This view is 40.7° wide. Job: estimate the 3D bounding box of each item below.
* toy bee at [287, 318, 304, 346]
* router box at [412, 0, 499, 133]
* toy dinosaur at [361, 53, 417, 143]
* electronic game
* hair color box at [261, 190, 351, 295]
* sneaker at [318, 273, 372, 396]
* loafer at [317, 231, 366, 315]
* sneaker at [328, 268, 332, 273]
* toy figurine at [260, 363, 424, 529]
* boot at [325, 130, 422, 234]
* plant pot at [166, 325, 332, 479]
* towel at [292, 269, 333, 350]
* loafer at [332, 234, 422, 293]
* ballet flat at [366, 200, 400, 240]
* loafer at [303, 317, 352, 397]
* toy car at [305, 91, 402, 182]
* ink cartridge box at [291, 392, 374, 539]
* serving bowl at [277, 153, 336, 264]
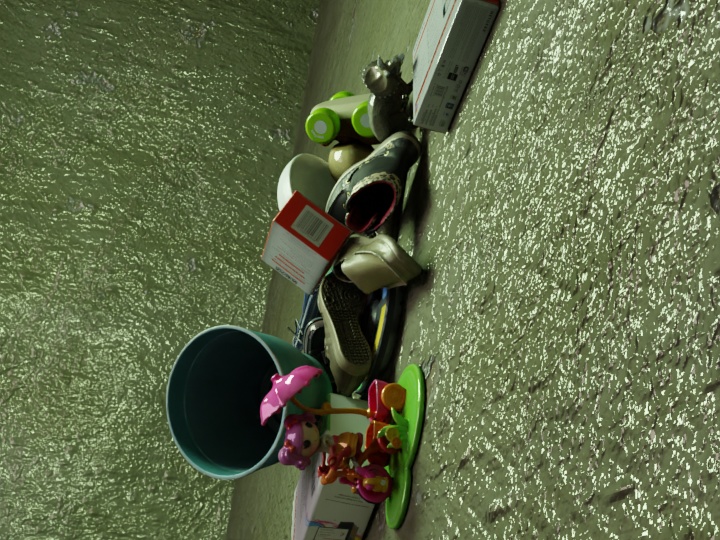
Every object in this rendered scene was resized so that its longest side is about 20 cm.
[{"bbox_3d":[-0.124,0.199,1.556,0.131,0.107,0.202,112,140,-66],"label":"toy bee"},{"bbox_3d":[0.122,-0.319,1.290,0.181,0.048,0.201,-87,14,-44],"label":"router box"},{"bbox_3d":[0.042,-0.243,1.447,0.077,0.102,0.202,31,134,34],"label":"toy dinosaur"},{"bbox_3d":[0.019,0.081,1.412,0.200,0.041,0.203,-168,90,-80],"label":"electronic game"},{"bbox_3d":[-0.084,-0.037,1.440,0.062,0.101,0.200,-54,0,-19],"label":"hair color box"},{"bbox_3d":[-0.032,0.089,1.381,0.201,0.069,0.076,-100,26,-49],"label":"sneaker"},{"bbox_3d":[0.000,0.000,1.535,0.072,0.062,0.201,60,-138,-32],"label":"loafer"},{"bbox_3d":[-0.047,-0.021,1.754,0.083,0.074,0.201,40,155,32],"label":"sneaker"},{"bbox_3d":[-0.033,0.194,1.159,0.150,0.181,0.203,120,160,-60],"label":"toy figurine"},{"bbox_3d":[0.005,-0.104,1.417,0.199,0.073,0.151,-39,16,30],"label":"boot"},{"bbox_3d":[-0.138,0.183,1.367,0.187,0.198,0.203,11,-89,-61],"label":"plant pot"},{"bbox_3d":[-0.055,0.049,1.662,0.200,0.024,0.146,-41,-25,-51],"label":"towel"},{"bbox_3d":[0.020,-0.003,1.314,0.068,0.076,0.200,-51,16,-10],"label":"loafer"},{"bbox_3d":[0.037,-0.111,1.524,0.067,0.046,0.203,127,153,-66],"label":"ballet flat"},{"bbox_3d":[-0.040,0.169,1.475,0.063,0.071,0.203,-122,20,-62],"label":"loafer"},{"bbox_3d":[0.006,-0.191,1.626,0.164,0.155,0.203,-56,-42,-64],"label":"toy car"},{"bbox_3d":[-0.033,0.295,1.320,0.146,0.083,0.202,-92,17,-57],"label":"ink cartridge box"},{"bbox_3d":[-0.072,-0.091,1.614,0.065,0.200,0.202,-30,36,28],"label":"serving bowl"}]
